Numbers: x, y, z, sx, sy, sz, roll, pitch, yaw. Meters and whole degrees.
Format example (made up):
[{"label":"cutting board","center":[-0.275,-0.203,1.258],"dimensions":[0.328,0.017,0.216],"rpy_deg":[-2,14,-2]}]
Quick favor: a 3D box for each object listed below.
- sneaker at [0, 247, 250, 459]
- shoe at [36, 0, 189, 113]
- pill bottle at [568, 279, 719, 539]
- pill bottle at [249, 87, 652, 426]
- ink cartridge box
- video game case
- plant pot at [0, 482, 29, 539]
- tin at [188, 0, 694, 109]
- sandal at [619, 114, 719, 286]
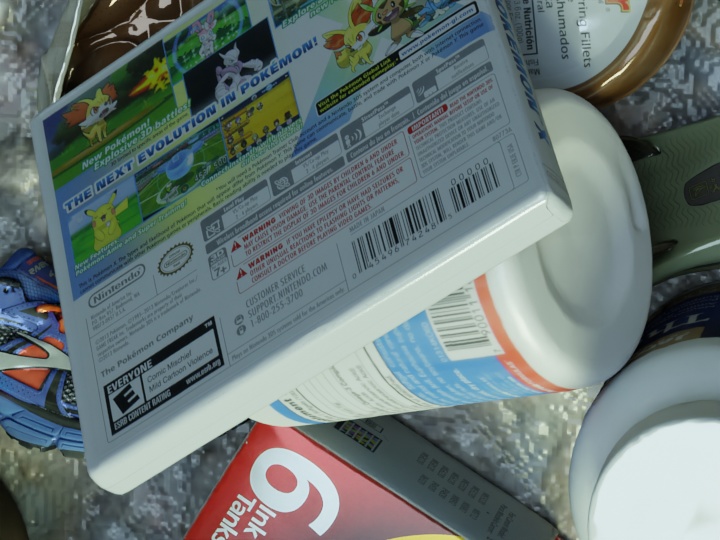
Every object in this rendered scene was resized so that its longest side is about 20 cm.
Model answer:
[{"label":"sneaker","center":[-0.132,0.032,1.213],"dimensions":[0.200,0.075,0.079],"rpy_deg":[8,99,9]},{"label":"shoe","center":[-0.072,-0.125,1.178],"dimensions":[0.070,0.053,0.200],"rpy_deg":[33,106,5]},{"label":"pill bottle","center":[0.138,0.073,1.093],"dimensions":[0.111,0.200,0.111],"rpy_deg":[2,100,12]},{"label":"pill bottle","center":[0.000,0.000,1.097],"dimensions":[0.200,0.112,0.112],"rpy_deg":[-8,99,35]},{"label":"ink cartridge box","center":[-0.008,0.173,1.205],"dimensions":[0.175,0.084,0.200],"rpy_deg":[32,106,4]},{"label":"video game case","center":[-0.029,-0.038,1.051],"dimensions":[0.200,0.182,0.022],"rpy_deg":[-32,137,20]},{"label":"plant pot","center":[-0.214,0.144,1.198],"dimensions":[0.200,0.175,0.201],"rpy_deg":[2,100,12]},{"label":"tin","center":[0.028,-0.110,1.109],"dimensions":[0.200,0.042,0.112],"rpy_deg":[-4,97,21]},{"label":"sandal","center":[0.094,-0.022,1.143],"dimensions":[0.201,0.057,0.080],"rpy_deg":[-27,56,14]}]
